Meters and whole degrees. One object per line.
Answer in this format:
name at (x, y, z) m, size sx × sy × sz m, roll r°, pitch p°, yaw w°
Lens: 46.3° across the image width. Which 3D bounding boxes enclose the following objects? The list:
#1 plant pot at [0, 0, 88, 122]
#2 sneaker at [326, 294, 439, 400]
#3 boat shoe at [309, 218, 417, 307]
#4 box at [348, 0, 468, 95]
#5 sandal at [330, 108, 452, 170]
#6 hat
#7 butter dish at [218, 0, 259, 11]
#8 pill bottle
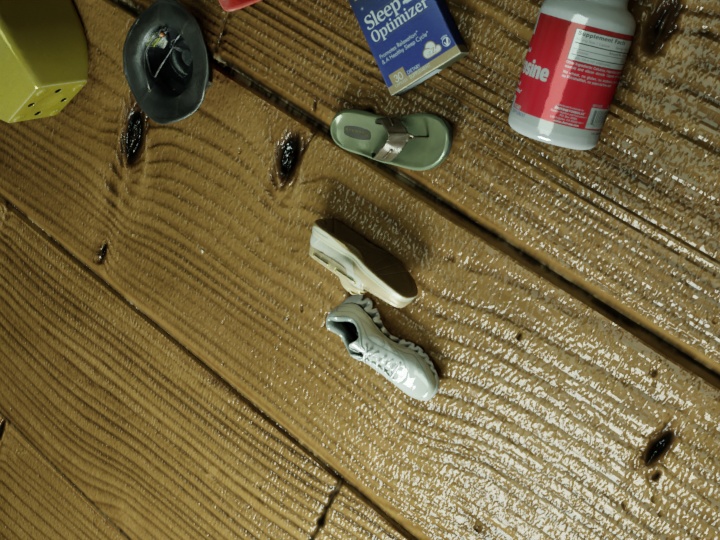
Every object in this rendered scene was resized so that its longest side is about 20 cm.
plant pot at (-0.592, -0.375, 1.466) m, size 0.195 × 0.194 × 0.200 m, roll -33°, pitch 89°, yaw 34°
sneaker at (0.029, 0.122, 1.241) m, size 0.200 × 0.081 × 0.075 m, roll 42°, pitch 118°, yaw 16°
boat shoe at (0.000, 0.000, 1.239) m, size 0.200 × 0.074 × 0.069 m, roll 40°, pitch 123°, yaw 30°
box at (0.053, -0.354, 1.141) m, size 0.121 × 0.032 × 0.200 m, roll -26°, pitch 86°, yaw 35°
sandal at (0.036, -0.182, 1.176) m, size 0.201 × 0.057 × 0.080 m, roll 11°, pitch 107°, yaw 31°
hat at (-0.287, -0.326, 1.341) m, size 0.200 × 0.081 × 0.201 m, roll 2°, pitch 94°, yaw 35°
butter dish at (-0.182, -0.490, 1.190) m, size 0.200 × 0.148 × 0.200 m, roll -9°, pitch 97°, yaw 34°
pill bottle at (0.252, -0.252, 0.986) m, size 0.112 × 0.112 × 0.200 m, roll 24°, pitch 113°, yaw 26°
